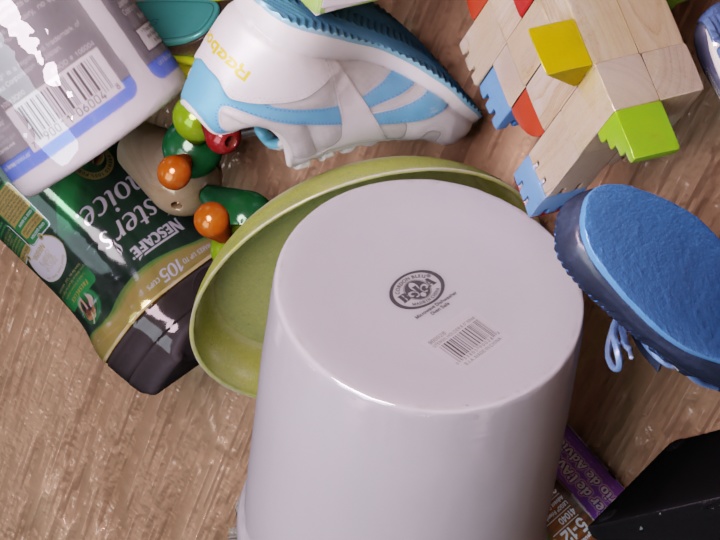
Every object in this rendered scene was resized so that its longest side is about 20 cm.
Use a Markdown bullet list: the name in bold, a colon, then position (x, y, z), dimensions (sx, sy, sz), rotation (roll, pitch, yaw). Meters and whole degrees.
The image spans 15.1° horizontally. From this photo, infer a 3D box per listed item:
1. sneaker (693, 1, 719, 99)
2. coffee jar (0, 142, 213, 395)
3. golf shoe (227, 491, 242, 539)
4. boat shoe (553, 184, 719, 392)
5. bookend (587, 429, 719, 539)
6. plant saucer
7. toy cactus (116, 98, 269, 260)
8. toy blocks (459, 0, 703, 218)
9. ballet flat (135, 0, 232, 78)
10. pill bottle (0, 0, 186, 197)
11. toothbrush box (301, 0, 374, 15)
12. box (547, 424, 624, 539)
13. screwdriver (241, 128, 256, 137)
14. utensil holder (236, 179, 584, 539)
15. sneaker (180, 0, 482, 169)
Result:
- **sneaker**: position (0.215, -0.038, 1.318), dimensions (0.200, 0.077, 0.085), rotation (55, 141, -1)
- **coffee jar**: position (-0.153, -0.025, 1.612), dimensions (0.200, 0.104, 0.085), rotation (47, 139, 6)
- **golf shoe**: position (0.022, 0.159, 1.564), dimensions (0.199, 0.079, 0.097), rotation (0, 145, 36)
- **boat shoe**: position (0.159, 0.029, 1.347), dimensions (0.200, 0.085, 0.068), rotation (38, 147, -30)
- **bookend**: position (0.256, 0.176, 1.402), dimensions (0.198, 0.092, 0.201), rotation (-20, 103, 47)
- **plant saucer**: position (0.000, 0.000, 1.461), dimensions (0.200, 0.199, 0.031), rotation (-60, 41, 44)
- **toy cactus**: position (-0.074, -0.047, 1.529), dimensions (0.165, 0.102, 0.200), rotation (34, 171, 40)
- **toy blocks**: position (0.096, -0.121, 1.342), dimensions (0.137, 0.099, 0.201), rotation (125, 128, -63)
- **ballet flat**: position (-0.066, -0.122, 1.518), dimensions (0.199, 0.067, 0.067), rotation (0, 137, 43)
- **pill bottle**: position (-0.194, -0.151, 1.470), dimensions (0.114, 0.114, 0.200), rotation (-27, 100, 46)
- **toothbrush box**: position (-0.030, -0.246, 1.344), dimensions (0.200, 0.086, 0.146), rotation (46, 139, 34)
- **box**: position (0.086, 0.173, 1.579), dimensions (0.137, 0.039, 0.200), rotation (48, 136, 6)
- **screwdriver**: position (-0.045, -0.080, 1.546), dimensions (0.029, 0.028, 0.199), rotation (40, 147, -29)
- **utensil holder**: position (0.024, 0.076, 1.400), dimensions (0.169, 0.170, 0.201), rotation (31, 141, 22)
- **sneaker**: position (-0.014, -0.095, 1.396), dimensions (0.081, 0.200, 0.077), rotation (-53, 54, 17)
